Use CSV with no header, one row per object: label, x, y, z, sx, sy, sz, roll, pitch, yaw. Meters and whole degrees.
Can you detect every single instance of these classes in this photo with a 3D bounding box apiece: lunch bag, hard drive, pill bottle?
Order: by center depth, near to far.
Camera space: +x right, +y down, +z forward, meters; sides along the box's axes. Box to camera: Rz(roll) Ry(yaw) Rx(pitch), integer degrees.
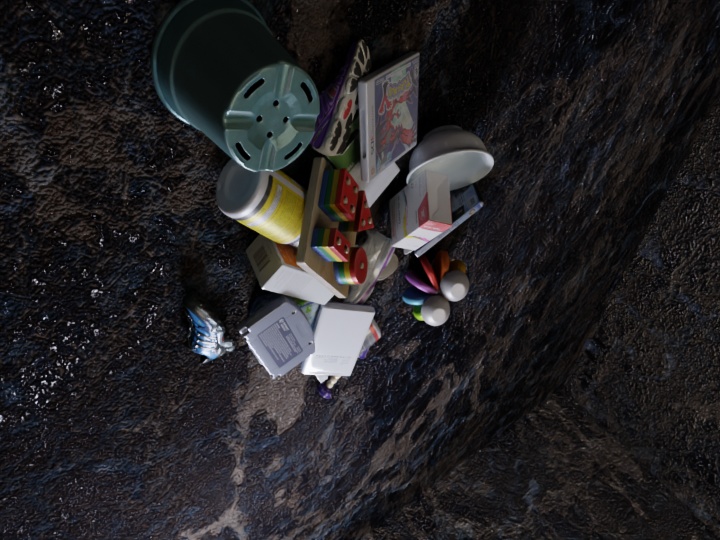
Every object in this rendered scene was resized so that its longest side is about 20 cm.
pill bottle,-0.155,-0.118,0.986,0.115,0.114,0.199,-49,145,7
lunch bag,-0.161,0.119,1.246,0.195,0.082,0.165,-20,137,-33
hard drive,-0.055,0.163,1.274,0.127,0.026,0.205,6,124,-21
pill bottle,-0.052,0.183,1.398,0.198,0.116,0.117,-38,145,-10

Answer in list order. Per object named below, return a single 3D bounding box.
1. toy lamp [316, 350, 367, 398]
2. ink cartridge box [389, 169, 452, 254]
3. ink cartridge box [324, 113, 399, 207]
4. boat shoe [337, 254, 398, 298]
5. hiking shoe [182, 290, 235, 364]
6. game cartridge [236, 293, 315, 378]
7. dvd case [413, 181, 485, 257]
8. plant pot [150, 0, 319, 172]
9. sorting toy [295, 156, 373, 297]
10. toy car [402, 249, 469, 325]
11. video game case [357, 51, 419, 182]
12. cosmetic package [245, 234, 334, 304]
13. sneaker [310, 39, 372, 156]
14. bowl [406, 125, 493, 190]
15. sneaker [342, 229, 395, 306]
toy lamp,-0.045,0.269,1.547,0.201,0.058,0.058,-49,145,9
ink cartridge box,0.121,-0.123,1.226,0.065,0.121,0.199,7,159,-24
ink cartridge box,-0.005,-0.225,1.086,0.104,0.059,0.200,-48,146,1
boat shoe,0.007,0.007,1.349,0.197,0.056,0.069,-29,108,-29
hiking shoe,-0.316,0.124,1.091,0.086,0.074,0.203,-35,144,-16
game cartridge,-0.168,0.139,1.158,0.130,0.041,0.203,-30,140,-9
dvd case,0.198,-0.132,1.293,0.198,0.145,0.017,-39,117,22
plant pot,-0.164,-0.254,0.768,0.196,0.196,0.205,-27,141,-24
sorting toy,-0.034,-0.076,1.039,0.199,0.067,0.208,44,50,-60
toy car,0.193,0.035,1.500,0.148,0.176,0.202,33,102,-20
video game case,0.057,-0.293,1.035,0.200,0.022,0.187,-45,143,-43
cosmetic package,-0.132,-0.004,1.127,0.071,0.103,0.198,-42,149,19
sneaker,-0.043,-0.308,0.957,0.206,0.082,0.080,-66,160,3
bowl,0.189,-0.254,1.206,0.193,0.094,0.202,-9,166,-2
sneaker,0.000,0.000,1.280,0.204,0.098,0.075,-59,174,-5
